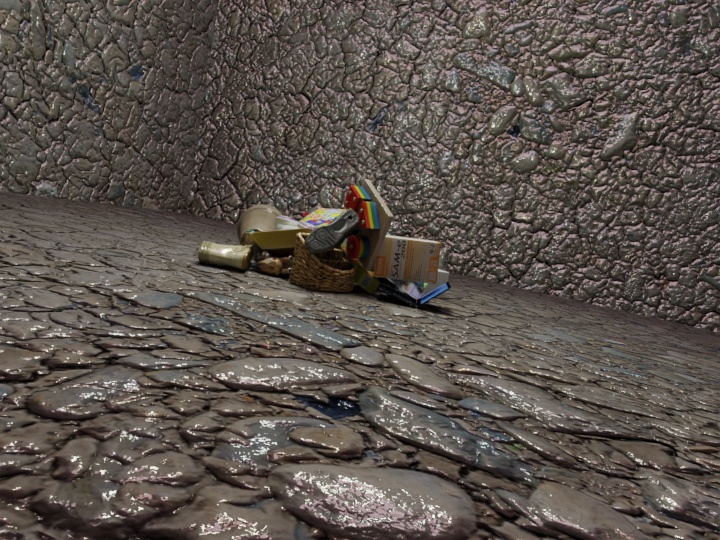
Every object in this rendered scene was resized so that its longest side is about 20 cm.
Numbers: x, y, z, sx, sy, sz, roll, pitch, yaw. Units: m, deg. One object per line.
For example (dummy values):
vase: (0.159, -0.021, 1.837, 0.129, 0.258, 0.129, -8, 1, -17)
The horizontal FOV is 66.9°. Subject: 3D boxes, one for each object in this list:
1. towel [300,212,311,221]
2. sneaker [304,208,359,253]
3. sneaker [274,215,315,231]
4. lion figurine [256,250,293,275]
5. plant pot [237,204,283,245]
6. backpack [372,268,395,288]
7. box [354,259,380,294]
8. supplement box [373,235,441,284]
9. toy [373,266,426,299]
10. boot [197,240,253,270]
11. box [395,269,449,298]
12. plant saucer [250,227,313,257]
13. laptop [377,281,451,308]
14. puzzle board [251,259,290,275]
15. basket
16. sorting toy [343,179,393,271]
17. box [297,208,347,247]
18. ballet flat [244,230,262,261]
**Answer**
towel: (-0.196, -0.111, 2.042, 0.022, 0.205, 0.143, 24, 12, 34)
sneaker: (-0.093, -0.093, 1.583, 0.076, 0.114, 0.199, 46, 53, 4)
sneaker: (-0.210, -0.116, 1.813, 0.197, 0.103, 0.074, 19, 6, 36)
lion figurine: (-0.215, -0.021, 1.692, 0.196, 0.075, 0.121, 2, -3, -42)
plant pot: (-0.379, -0.127, 2.039, 0.194, 0.205, 0.174, 11, 21, -2)
backpack: (0.045, -0.022, 1.929, 0.124, 0.173, 0.198, 1, 3, -33)
box: (0.000, 0.000, 1.760, 0.075, 0.050, 0.201, 34, 12, -25)
supplement box: (0.141, -0.036, 1.674, 0.194, 0.130, 0.074, 6, 7, -2)
toy: (0.142, -0.008, 1.794, 0.198, 0.116, 0.047, 37, -23, 4)
boot: (-0.410, -0.049, 1.664, 0.151, 0.075, 0.200, 9, 8, -6)
box: (0.205, 0.032, 1.976, 0.196, 0.101, 0.123, 9, 6, -34)
plant saucer: (-0.225, -0.075, 1.724, 0.194, 0.050, 0.200, -3, -14, 9)
laptop: (0.165, 0.047, 1.669, 0.196, 0.106, 0.177, 26, 6, 4)
puzzle board: (-0.238, -0.020, 1.791, 0.194, 0.018, 0.151, 10, 22, 20)
basket: (-0.096, -0.022, 1.614, 0.140, 0.154, 0.198, 15, 5, 37)
sorting toy: (0.000, -0.141, 1.660, 0.068, 0.203, 0.201, 2, 39, -30)
box: (-0.113, -0.125, 1.924, 0.195, 0.125, 0.192, 7, 29, 33)
ballet flat: (-0.348, -0.070, 1.813, 0.069, 0.067, 0.201, 15, -15, 9)
